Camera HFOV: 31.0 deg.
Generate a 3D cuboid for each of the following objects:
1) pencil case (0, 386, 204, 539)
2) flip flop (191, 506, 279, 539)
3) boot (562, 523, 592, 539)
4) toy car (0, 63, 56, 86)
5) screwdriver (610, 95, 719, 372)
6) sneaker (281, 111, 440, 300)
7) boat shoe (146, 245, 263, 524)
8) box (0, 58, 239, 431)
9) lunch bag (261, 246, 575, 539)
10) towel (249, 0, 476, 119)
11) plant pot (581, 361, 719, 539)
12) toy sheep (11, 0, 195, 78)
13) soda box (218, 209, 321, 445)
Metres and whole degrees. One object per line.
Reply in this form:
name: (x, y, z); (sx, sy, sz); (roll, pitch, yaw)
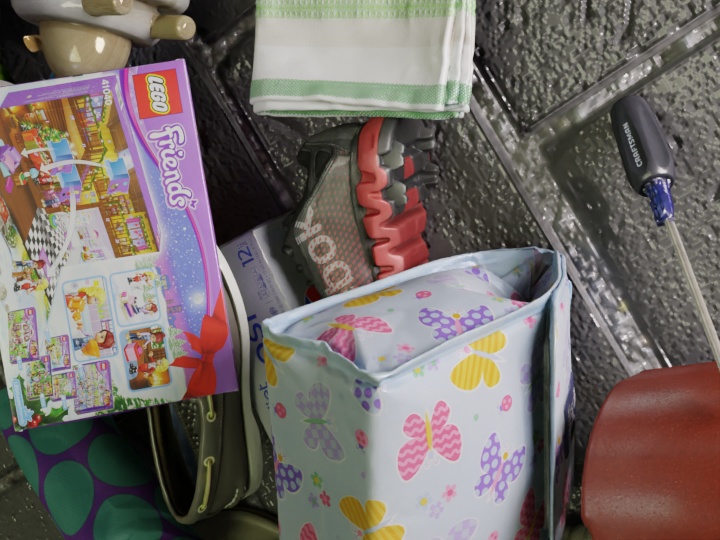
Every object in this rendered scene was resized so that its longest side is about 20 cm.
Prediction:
pencil case: (-0.188, 0.156, 0.945); (0.085, 0.092, 0.200); (-46, 59, 7)
flip flop: (-0.057, 0.231, 0.935); (0.198, 0.057, 0.082); (17, 114, 25)
boot: (0.114, 0.257, 0.839); (0.153, 0.072, 0.202); (-9, 101, 29)
toy car: (-0.193, -0.058, 0.879); (0.149, 0.175, 0.202); (-24, 95, -2)
screwdriver: (0.162, -0.012, 0.678); (0.029, 0.202, 0.028); (-12, 145, 9)
sneaker: (0.000, 0.000, 0.820); (0.097, 0.071, 0.203); (3, 105, 29)
boat shoe: (-0.112, 0.066, 0.840); (0.072, 0.060, 0.204); (7, 114, 39)
box: (-0.155, -0.016, 0.779); (0.135, 0.039, 0.203); (-9, 93, -6)
lunch bag: (0.055, 0.089, 0.740); (0.126, 0.199, 0.172); (19, 118, 45)
towel: (-0.001, -0.191, 0.757); (0.148, 0.031, 0.203); (4, 94, 28)
plant pot: (0.231, 0.123, 0.664); (0.194, 0.200, 0.203); (-5, 103, 40)
toy sheep: (-0.157, -0.210, 0.811); (0.136, 0.138, 0.203); (11, 87, 27)
soda box: (-0.034, 0.066, 0.864); (0.068, 0.063, 0.202); (-24, 93, 36)
